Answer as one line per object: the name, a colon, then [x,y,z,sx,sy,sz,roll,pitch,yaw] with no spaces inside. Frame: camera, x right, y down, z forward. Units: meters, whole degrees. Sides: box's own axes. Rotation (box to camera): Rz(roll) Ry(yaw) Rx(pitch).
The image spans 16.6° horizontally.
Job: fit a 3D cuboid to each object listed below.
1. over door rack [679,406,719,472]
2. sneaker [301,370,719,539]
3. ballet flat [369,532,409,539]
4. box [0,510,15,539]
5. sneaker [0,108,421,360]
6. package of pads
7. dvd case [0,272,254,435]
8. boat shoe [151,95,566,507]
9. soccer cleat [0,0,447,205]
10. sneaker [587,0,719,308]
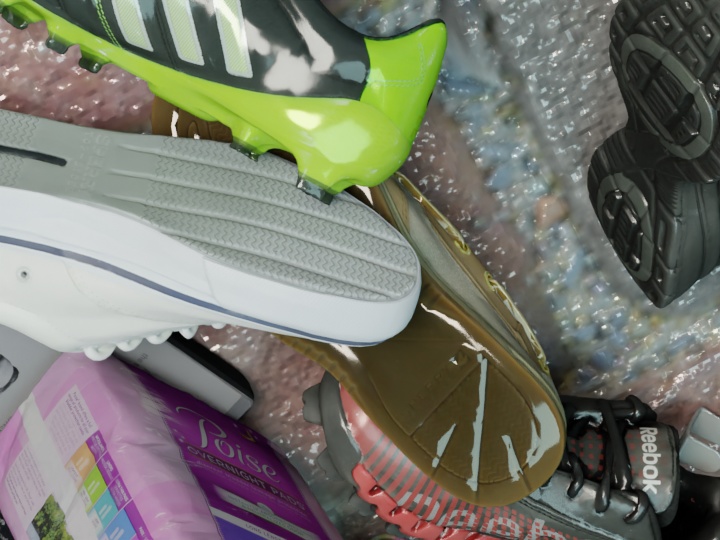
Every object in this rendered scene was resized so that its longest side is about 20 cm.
over door rack: [0.248,0.039,1.029,0.199,0.067,0.148,21,113,-11]
sneaker: [0.071,0.078,0.977,0.200,0.071,0.098,30,136,-30]
ballet flat: [0.011,0.188,1.048,0.071,0.069,0.201,-5,127,-34]
box: [-0.230,0.153,0.908,0.200,0.106,0.122,-37,123,21]
sneaker: [-0.078,-0.005,0.860,0.199,0.073,0.071,16,129,5]
package of pads: [-0.051,0.117,0.875,0.120,0.200,0.076,32,101,-33]
dvd case: [-0.160,0.048,0.934,0.200,0.025,0.150,37,104,-31]
boat shoe: [0.000,0.000,0.908,0.074,0.066,0.200,-38,91,14]
soccer cleat: [-0.065,-0.099,0.832,0.199,0.068,0.081,29,90,-1]
sneaker: [0.139,-0.062,0.901,0.090,0.076,0.200,-25,161,-13]
